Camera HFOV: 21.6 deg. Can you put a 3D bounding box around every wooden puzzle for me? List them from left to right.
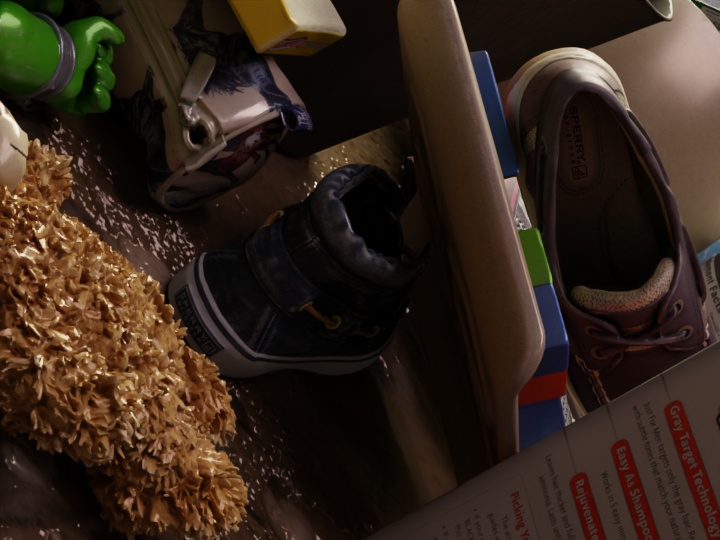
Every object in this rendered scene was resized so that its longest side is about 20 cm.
[{"bbox_3d":[0.055,0.001,0.827,0.200,0.046,0.186,90,-12,-63],"label":"wooden puzzle"}]

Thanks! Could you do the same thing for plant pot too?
[{"bbox_3d":[0.111,-0.065,1.091,0.134,0.200,0.201,-37,97,-32],"label":"plant pot"}]

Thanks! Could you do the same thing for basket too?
[{"bbox_3d":[0.030,-0.150,0.947,0.180,0.199,0.137,43,28,-43],"label":"basket"}]

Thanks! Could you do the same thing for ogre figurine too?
[{"bbox_3d":[-0.145,-0.156,0.703,0.120,0.098,0.201,-26,129,-64],"label":"ogre figurine"}]

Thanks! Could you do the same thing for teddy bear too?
[{"bbox_3d":[-0.100,0.010,0.632,0.200,0.067,0.145,53,19,-16],"label":"teddy bear"}]

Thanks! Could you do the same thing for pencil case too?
[{"bbox_3d":[-0.098,-0.127,0.805,0.201,0.078,0.089,61,-7,4],"label":"pencil case"}]

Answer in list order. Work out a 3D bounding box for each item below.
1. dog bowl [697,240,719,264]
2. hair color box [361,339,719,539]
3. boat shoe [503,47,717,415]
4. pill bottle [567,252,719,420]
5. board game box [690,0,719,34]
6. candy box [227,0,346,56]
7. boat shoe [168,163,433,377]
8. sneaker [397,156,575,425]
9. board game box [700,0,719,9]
[{"bbox_3d":[0.159,-0.071,1.220,0.200,0.112,0.049,36,25,30],"label":"dog bowl"},{"bbox_3d":[0.093,0.117,0.735,0.061,0.199,0.102,38,29,-42],"label":"hair color box"},{"bbox_3d":[0.110,0.006,0.801,0.065,0.071,0.201,-85,159,-76],"label":"boat shoe"},{"bbox_3d":[0.208,0.055,1.081,0.116,0.199,0.116,47,24,-28],"label":"pill bottle"},{"bbox_3d":[0.163,-0.155,1.161,0.199,0.029,0.134,30,2,30],"label":"board game box"},{"bbox_3d":[-0.072,-0.182,0.790,0.201,0.026,0.102,60,10,0],"label":"candy box"},{"bbox_3d":[0.000,0.000,0.838,0.071,0.091,0.200,61,21,6],"label":"boat shoe"},{"bbox_3d":[0.083,0.025,0.963,0.081,0.074,0.201,123,-49,-68],"label":"sneaker"},{"bbox_3d":[0.226,-0.075,1.303,0.041,0.199,0.201,33,33,-49],"label":"board game box"}]
